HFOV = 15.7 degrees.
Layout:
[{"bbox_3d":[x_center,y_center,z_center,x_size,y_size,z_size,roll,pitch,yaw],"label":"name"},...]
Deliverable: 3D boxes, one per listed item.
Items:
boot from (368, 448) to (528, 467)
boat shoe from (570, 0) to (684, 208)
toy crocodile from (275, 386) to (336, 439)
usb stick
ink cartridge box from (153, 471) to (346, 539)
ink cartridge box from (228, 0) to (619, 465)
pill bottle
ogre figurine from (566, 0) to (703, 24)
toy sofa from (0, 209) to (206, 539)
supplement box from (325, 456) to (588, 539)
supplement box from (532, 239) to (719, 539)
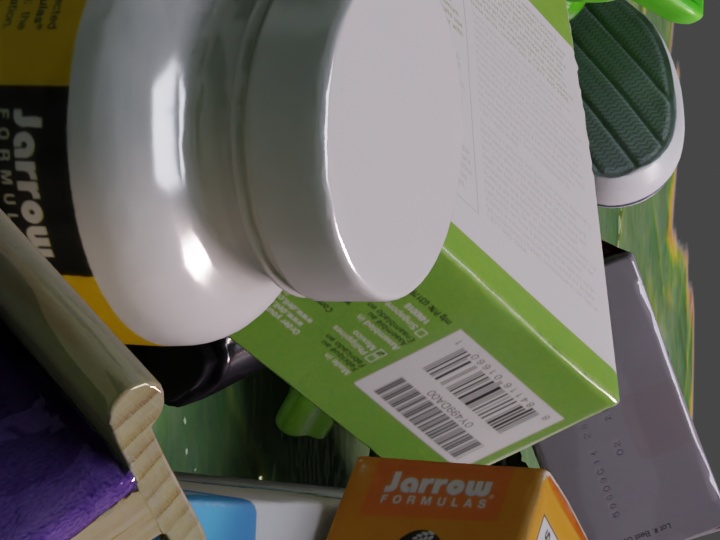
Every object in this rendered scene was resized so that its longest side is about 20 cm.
[{"bbox_3d":[0.006,0.148,0.991,0.182,0.072,0.200,65,39,-52],"label":"boot"},{"bbox_3d":[0.085,-0.084,1.096,0.067,0.073,0.200,75,-5,-45],"label":"boat shoe"},{"bbox_3d":[0.016,-0.004,1.062,0.200,0.062,0.068,-52,173,-44],"label":"toy crocodile"},{"bbox_3d":[0.000,0.000,0.966,0.200,0.055,0.033,-26,86,-40],"label":"usb stick"},{"bbox_3d":[-0.074,0.133,0.771,0.200,0.146,0.147,10,83,-65],"label":"ink cartridge box"},{"bbox_3d":[0.007,-0.054,0.836,0.148,0.076,0.200,41,33,-37],"label":"ink cartridge box"},{"bbox_3d":[-0.081,-0.038,0.678,0.112,0.200,0.113,2,90,-65],"label":"pill bottle"},{"bbox_3d":[0.103,-0.163,1.023,0.098,0.200,0.120,28,58,-49],"label":"ogre figurine"},{"bbox_3d":[-0.142,0.066,0.575,0.200,0.083,0.098,-35,140,-13],"label":"toy sofa"},{"bbox_3d":[0.005,0.147,0.692,0.069,0.066,0.200,62,38,-42],"label":"supplement box"},{"bbox_3d":[0.092,0.049,1.034,0.200,0.061,0.109,-59,129,-87],"label":"supplement box"}]
